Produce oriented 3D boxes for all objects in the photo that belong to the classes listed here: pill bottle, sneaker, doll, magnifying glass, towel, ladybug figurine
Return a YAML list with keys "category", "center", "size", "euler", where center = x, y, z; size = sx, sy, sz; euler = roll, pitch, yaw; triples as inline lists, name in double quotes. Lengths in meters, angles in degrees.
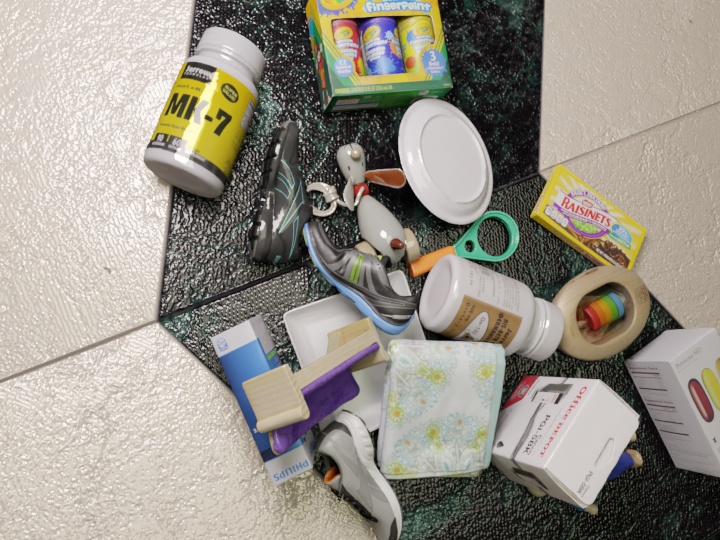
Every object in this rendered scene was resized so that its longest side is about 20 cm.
- category: "pill bottle"
  center: [-0.207, -0.214, 0.860]
  size: [0.112, 0.114, 0.204]
  euler: [21, 77, -12]
- category: "sneaker"
  center: [0.000, 0.000, 0.880]
  size: [0.199, 0.071, 0.083]
  euler: [42, 94, 2]
- category: "sneaker"
  center: [-0.107, -0.109, 0.904]
  size: [0.077, 0.075, 0.205]
  euler: [11, 89, -21]
- category: "doll"
  center: [0.348, 0.310, 0.989]
  size: [0.195, 0.048, 0.140]
  euler: [-12, 86, -18]
- category: "magnifying glass"
  center: [0.164, -0.035, 0.992]
  size: [0.196, 0.022, 0.081]
  euler: [-21, 89, -15]
- category: "pill bottle"
  center: [0.196, 0.062, 0.940]
  size: [0.196, 0.114, 0.117]
  euler: [20, 78, -16]
- category: "sneaker"
  center: [-0.006, 0.293, 0.859]
  size: [0.079, 0.073, 0.204]
  euler: [-32, 105, -30]
- category: "towel"
  center: [0.113, 0.198, 0.894]
  size: [0.167, 0.048, 0.205]
  euler: [2, 103, -14]
- category: "ladybug figurine"
  center: [0.377, 0.067, 1.015]
  size: [0.196, 0.072, 0.139]
  euler: [-20, 90, -17]

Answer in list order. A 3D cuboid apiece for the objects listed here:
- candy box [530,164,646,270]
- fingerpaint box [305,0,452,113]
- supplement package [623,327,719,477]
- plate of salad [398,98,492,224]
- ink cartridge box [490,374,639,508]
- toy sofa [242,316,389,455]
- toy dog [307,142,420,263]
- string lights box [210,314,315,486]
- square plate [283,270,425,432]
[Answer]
- category: "candy box"
  center: [0.385, -0.079, 1.060]
  size: [0.198, 0.026, 0.104]
  euler: [33, 72, -10]
- category: "fingerpaint box"
  center: [0.028, -0.342, 0.964]
  size: [0.195, 0.073, 0.171]
  euler: [-8, 86, -17]
- category: "supplement package"
  center: [0.543, 0.210, 1.025]
  size: [0.112, 0.109, 0.203]
  euler: [-28, 91, -18]
- category: "plate of salad"
  center: [0.130, -0.167, 0.981]
  size: [0.197, 0.048, 0.205]
  euler: [12, 70, -35]
- category: "ink cartridge box"
  center: [0.272, 0.232, 0.897]
  size: [0.083, 0.200, 0.148]
  euler: [41, 74, -6]
- category: "toy sofa"
  center: [-0.045, 0.141, 0.795]
  size: [0.199, 0.082, 0.099]
  euler: [-23, 88, -55]
- category: "toy dog"
  center: [0.019, -0.088, 0.918]
  size: [0.132, 0.096, 0.201]
  euler: [-43, 96, -17]
- category: "string lights box"
  center: [-0.123, 0.165, 0.837]
  size: [0.058, 0.103, 0.204]
  euler: [-23, 90, 0]
- category: "square plate"
  center: [0.006, 0.126, 0.923]
  size: [0.194, 0.028, 0.204]
  euler: [-19, 89, -17]
